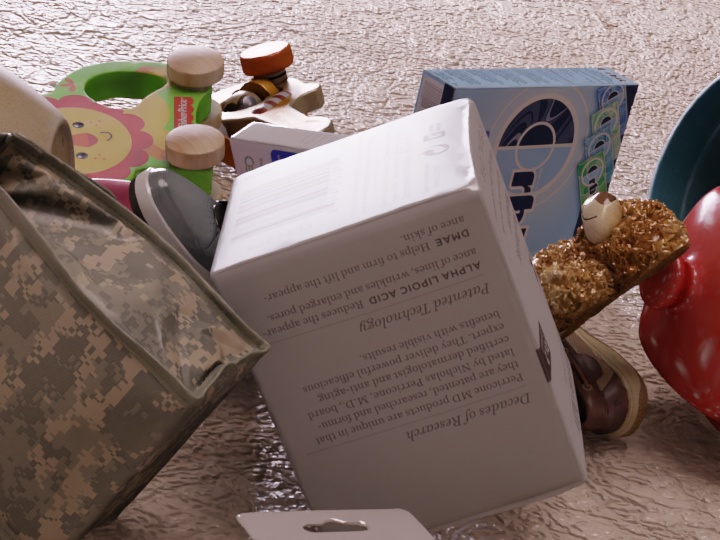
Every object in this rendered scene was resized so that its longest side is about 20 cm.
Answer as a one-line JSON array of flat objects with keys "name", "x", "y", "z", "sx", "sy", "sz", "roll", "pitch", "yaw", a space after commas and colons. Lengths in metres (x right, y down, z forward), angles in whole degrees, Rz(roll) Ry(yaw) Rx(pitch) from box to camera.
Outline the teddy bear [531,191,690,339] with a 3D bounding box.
[{"name": "teddy bear", "x": 0.125, "y": 0.013, "z": 1.490, "sx": 0.067, "sy": 0.200, "sz": 0.145, "roll": 55, "pitch": 25, "yaw": 8}]

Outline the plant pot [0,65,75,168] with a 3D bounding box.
[{"name": "plant pot", "x": -0.257, "y": -0.056, "z": 1.416, "sx": 0.134, "sy": 0.201, "sz": 0.200, "roll": 3, "pitch": 22, "yaw": 3}]

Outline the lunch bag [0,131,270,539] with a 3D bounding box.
[{"name": "lunch bag", "x": -0.182, "y": 0.038, "z": 1.235, "sx": 0.200, "sy": 0.164, "sz": 0.118, "roll": 44, "pitch": 28, "yaw": 5}]

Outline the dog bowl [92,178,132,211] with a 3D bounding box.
[{"name": "dog bowl", "x": -0.159, "y": 0.001, "z": 1.538, "sx": 0.199, "sy": 0.074, "sz": 0.200, "roll": 12, "pitch": 21, "yaw": -5}]

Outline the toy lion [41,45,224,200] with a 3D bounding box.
[{"name": "toy lion", "x": -0.204, "y": -0.106, "z": 1.758, "sx": 0.191, "sy": 0.069, "sz": 0.200, "roll": 2, "pitch": 35, "yaw": -5}]

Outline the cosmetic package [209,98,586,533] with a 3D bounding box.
[{"name": "cosmetic package", "x": 0.026, "y": 0.033, "z": 1.334, "sx": 0.165, "sy": 0.200, "sz": 0.165, "roll": -19, "pitch": 21, "yaw": 9}]

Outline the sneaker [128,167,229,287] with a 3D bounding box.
[{"name": "sneaker", "x": -0.045, "y": -0.022, "z": 1.442, "sx": 0.200, "sy": 0.121, "sz": 0.084, "roll": 39, "pitch": 29, "yaw": -31}]

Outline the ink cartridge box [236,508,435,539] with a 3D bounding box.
[{"name": "ink cartridge box", "x": 0.011, "y": 0.204, "z": 1.161, "sx": 0.116, "sy": 0.068, "sz": 0.200, "roll": 3, "pitch": 26, "yaw": -27}]

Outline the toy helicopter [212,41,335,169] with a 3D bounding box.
[{"name": "toy helicopter", "x": -0.085, "y": -0.127, "z": 1.878, "sx": 0.132, "sy": 0.079, "sz": 0.200, "roll": -21, "pitch": 23, "yaw": -19}]

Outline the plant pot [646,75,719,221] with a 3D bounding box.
[{"name": "plant pot", "x": 0.370, "y": -0.047, "z": 1.841, "sx": 0.188, "sy": 0.200, "sz": 0.200, "roll": 21, "pitch": 17, "yaw": -25}]

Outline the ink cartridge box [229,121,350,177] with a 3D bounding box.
[{"name": "ink cartridge box", "x": 0.003, "y": -0.042, "z": 1.509, "sx": 0.200, "sy": 0.095, "sz": 0.037, "roll": 12, "pitch": 35, "yaw": 36}]

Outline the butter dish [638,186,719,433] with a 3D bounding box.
[{"name": "butter dish", "x": 0.261, "y": 0.023, "z": 1.545, "sx": 0.147, "sy": 0.200, "sz": 0.200, "roll": 16, "pitch": 19, "yaw": -27}]

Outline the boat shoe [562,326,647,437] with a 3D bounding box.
[{"name": "boat shoe", "x": 0.113, "y": 0.056, "z": 1.579, "sx": 0.072, "sy": 0.072, "sz": 0.200, "roll": -6, "pitch": 35, "yaw": -42}]

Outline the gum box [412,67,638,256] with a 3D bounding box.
[{"name": "gum box", "x": 0.117, "y": -0.076, "z": 1.760, "sx": 0.200, "sy": 0.170, "sz": 0.045, "roll": -5, "pitch": 28, "yaw": -38}]
